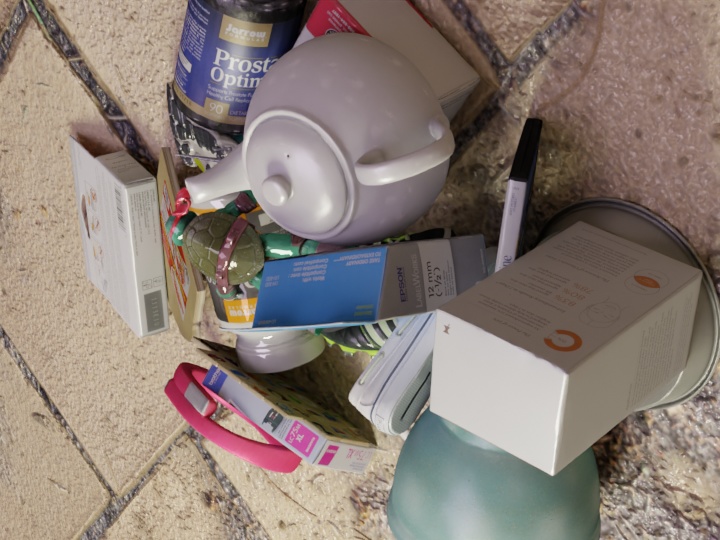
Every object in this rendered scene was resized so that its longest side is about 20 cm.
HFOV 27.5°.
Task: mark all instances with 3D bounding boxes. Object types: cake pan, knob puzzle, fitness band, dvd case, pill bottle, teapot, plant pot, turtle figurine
[{"bbox_3d":[0.219,0.037,1.286,0.199,0.037,0.202,22,125,35],"label":"cake pan"},{"bbox_3d":[-0.195,-0.013,1.637,0.219,0.030,0.222,169,90,-74],"label":"knob puzzle"},{"bbox_3d":[-0.138,0.162,1.621,0.038,0.143,0.200,-59,31,5],"label":"fitness band"},{"bbox_3d":[0.129,-0.014,1.266,0.017,0.143,0.202,9,117,8],"label":"dvd case"},{"bbox_3d":[-0.103,-0.004,1.525,0.116,0.116,0.202,4,114,43],"label":"pill bottle"},{"bbox_3d":[-0.027,-0.097,1.250,0.197,0.146,0.201,39,135,13],"label":"teapot"},{"bbox_3d":[0.127,0.170,1.333,0.199,0.200,0.135,24,123,34],"label":"plant pot"},{"bbox_3d":[-0.111,-0.022,1.395,0.199,0.101,0.151,26,122,12],"label":"turtle figurine"},{"bbox_3d":[-0.112,-0.240,1.408,0.112,0.112,0.201,38,134,23],"label":"pill bottle"}]

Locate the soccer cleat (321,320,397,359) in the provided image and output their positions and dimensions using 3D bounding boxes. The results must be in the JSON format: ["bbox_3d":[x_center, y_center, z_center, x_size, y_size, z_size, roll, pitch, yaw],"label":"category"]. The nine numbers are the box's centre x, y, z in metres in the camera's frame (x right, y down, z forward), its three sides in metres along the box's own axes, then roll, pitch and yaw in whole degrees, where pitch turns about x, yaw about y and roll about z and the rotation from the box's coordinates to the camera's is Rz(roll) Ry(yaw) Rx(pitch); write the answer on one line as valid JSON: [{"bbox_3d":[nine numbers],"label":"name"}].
[{"bbox_3d":[0.039,0.050,1.462,0.199,0.067,0.082,9,102,40],"label":"soccer cleat"}]

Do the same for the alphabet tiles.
[{"bbox_3d":[-0.085,0.129,1.563,0.199,0.166,0.006,33,95,28],"label":"alphabet tiles"}]

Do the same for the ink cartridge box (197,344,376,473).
[{"bbox_3d":[-0.088,0.150,1.595,0.199,0.119,0.042,35,95,29],"label":"ink cartridge box"}]

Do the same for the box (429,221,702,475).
[{"bbox_3d":[0.164,0.056,1.171,0.124,0.199,0.098,25,127,34],"label":"box"}]

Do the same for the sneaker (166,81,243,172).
[{"bbox_3d":[-0.145,-0.144,1.522,0.200,0.079,0.078,40,144,49],"label":"sneaker"}]

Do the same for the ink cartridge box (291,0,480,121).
[{"bbox_3d":[-0.001,-0.152,1.365,0.148,0.085,0.200,48,138,11],"label":"ink cartridge box"}]

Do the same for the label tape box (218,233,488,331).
[{"bbox_3d":[-0.005,0.011,1.248,0.142,0.199,0.067,-6,89,41],"label":"label tape box"}]

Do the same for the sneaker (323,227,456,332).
[{"bbox_3d":[0.000,0.000,1.417,0.199,0.072,0.083,-26,122,32],"label":"sneaker"}]

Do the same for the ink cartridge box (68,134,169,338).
[{"bbox_3d":[-0.285,-0.046,1.740,0.173,0.043,0.202,40,139,51],"label":"ink cartridge box"}]

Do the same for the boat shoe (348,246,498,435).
[{"bbox_3d":[0.059,0.052,1.352,0.067,0.200,0.074,31,167,32],"label":"boat shoe"}]
